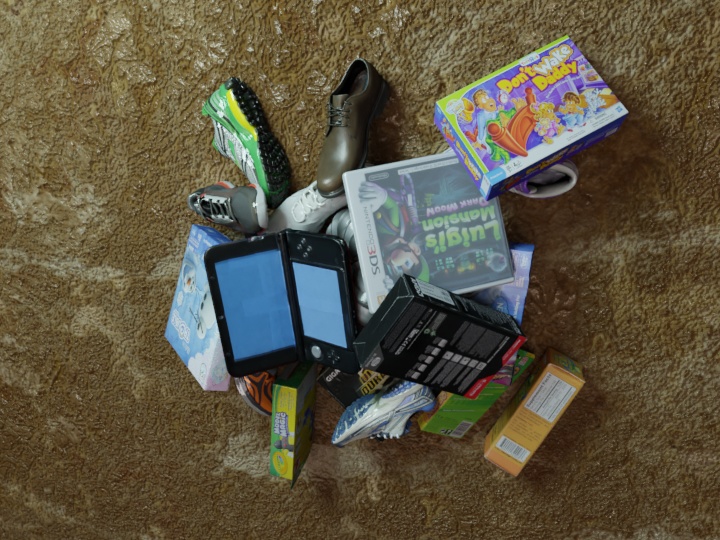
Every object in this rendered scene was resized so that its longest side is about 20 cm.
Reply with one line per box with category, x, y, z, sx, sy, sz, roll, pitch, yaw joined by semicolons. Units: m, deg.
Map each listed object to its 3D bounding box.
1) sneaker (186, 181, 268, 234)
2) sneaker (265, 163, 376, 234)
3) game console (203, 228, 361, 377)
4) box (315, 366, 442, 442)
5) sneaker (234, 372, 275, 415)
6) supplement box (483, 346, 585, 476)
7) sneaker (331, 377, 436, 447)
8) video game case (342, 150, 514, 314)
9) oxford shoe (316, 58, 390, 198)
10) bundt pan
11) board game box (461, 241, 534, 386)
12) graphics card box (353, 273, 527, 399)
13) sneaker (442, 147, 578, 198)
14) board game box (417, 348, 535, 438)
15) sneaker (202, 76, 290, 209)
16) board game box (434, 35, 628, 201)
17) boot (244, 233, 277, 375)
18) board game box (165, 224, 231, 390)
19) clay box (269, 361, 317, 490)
sneaker;-0.204;-0.090;0.882;0.199;0.081;0.078;14;113;54
sneaker;-0.062;-0.107;0.874;0.198;0.087;0.075;-32;81;8
game console;-0.102;0.057;0.802;0.171;0.118;0.203;11;117;39
box;0.047;0.169;0.979;0.160;0.049;0.200;44;112;-5
sneaker;-0.163;0.153;1.009;0.111;0.078;0.202;-21;107;14
supplement box;0.273;0.224;0.931;0.068;0.067;0.202;31;112;5
sneaker;0.037;0.239;0.939;0.199;0.077;0.085;-39;99;22
video game case;0.090;-0.055;0.763;0.197;0.023;0.185;-12;90;-8
oxford shoe;-0.026;-0.198;0.807;0.072;0.084;0.203;9;76;29
bundt pan;0.000;0.000;0.851;0.075;0.202;0.205;-5;112;-27
board game box;0.136;0.049;0.850;0.196;0.043;0.203;10;108;18
graphics card box;0.104;0.092;0.764;0.198;0.051;0.126;19;119;-29
sneaker;0.196;-0.137;0.806;0.197;0.114;0.074;1;110;15
board game box;0.184;0.189;0.937;0.095;0.030;0.201;20;119;-33
sneaker;-0.174;-0.187;0.909;0.084;0.078;0.202;-23;92;27
board game box;0.212;-0.195;0.746;0.198;0.045;0.136;-28;71;-6
boot;-0.160;0.043;0.943;0.163;0.066;0.202;31;92;2
board game box;-0.237;0.051;0.922;0.199;0.043;0.202;28;105;51
clay box;-0.115;0.261;1.012;0.047;0.115;0.203;10;109;11
